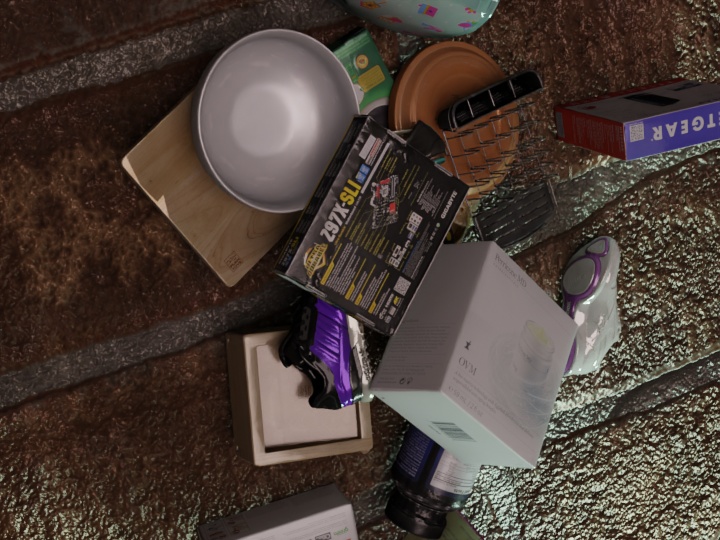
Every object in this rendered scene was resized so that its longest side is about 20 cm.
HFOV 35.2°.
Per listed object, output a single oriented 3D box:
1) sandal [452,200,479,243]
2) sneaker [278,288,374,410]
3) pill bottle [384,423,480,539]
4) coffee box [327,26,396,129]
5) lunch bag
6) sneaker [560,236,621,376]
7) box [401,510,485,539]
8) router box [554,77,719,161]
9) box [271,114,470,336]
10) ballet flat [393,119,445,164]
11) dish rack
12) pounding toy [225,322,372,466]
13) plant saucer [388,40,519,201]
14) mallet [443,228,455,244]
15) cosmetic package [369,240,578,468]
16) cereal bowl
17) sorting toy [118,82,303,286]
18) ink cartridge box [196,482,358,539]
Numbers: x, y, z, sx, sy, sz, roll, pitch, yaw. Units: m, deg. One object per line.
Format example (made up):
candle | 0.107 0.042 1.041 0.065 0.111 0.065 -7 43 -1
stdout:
sandal | 0.117 -0.056 1.472 0.077 0.070 0.214 21 96 -23
sneaker | -0.054 0.069 1.338 0.098 0.069 0.203 -15 87 -19
pill bottle | 0.107 0.251 1.524 0.111 0.112 0.202 20 97 -22
coffee box | -0.002 -0.183 1.412 0.122 0.044 0.202 -34 111 -10
lunch bag | 0.055 -0.340 1.309 0.168 0.200 0.124 16 99 -21
sneaker | 0.325 0.050 1.582 0.098 0.075 0.203 6 106 -34
box | 0.104 0.441 1.536 0.200 0.176 0.097 -44 112 -4
router box | 0.381 -0.199 1.470 0.197 0.179 0.050 -14 109 -16
box | 0.015 -0.049 1.287 0.159 0.049 0.202 30 85 -25
ballet flat | 0.006 -0.117 1.352 0.198 0.068 0.069 -28 88 -8
dish rack | 0.182 -0.133 1.415 0.152 0.054 0.203 -27 104 -29
pounding toy | -0.064 0.162 1.445 0.197 0.142 0.187 -5 91 -20
plant saucer | 0.124 -0.188 1.428 0.198 0.032 0.204 1 88 -33
mallet | 0.123 -0.035 1.428 0.065 0.041 0.202 -25 137 -10
cosmetic package | 0.143 0.103 1.373 0.199 0.122 0.202 39 60 -35
cereal bowl | -0.103 -0.169 1.283 0.197 0.083 0.204 -4 98 -25
sorting toy | -0.158 -0.124 1.349 0.200 0.069 0.199 -45 113 -13
ink cartridge box | -0.099 0.403 1.500 0.197 0.084 0.178 -14 103 -15
